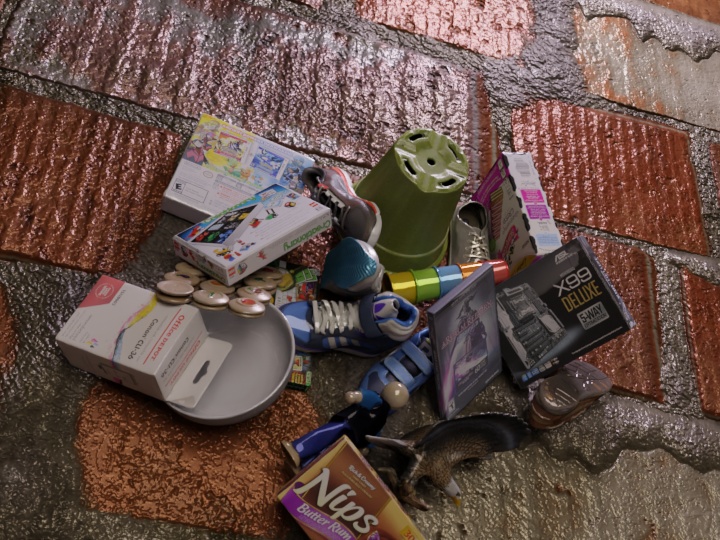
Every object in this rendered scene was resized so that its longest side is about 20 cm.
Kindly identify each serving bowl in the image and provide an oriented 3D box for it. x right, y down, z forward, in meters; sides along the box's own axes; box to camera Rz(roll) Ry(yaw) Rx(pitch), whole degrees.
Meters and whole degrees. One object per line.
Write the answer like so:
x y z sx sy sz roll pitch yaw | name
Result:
-0.183 0.129 1.326 0.198 0.066 0.202 -3 53 5 | serving bowl

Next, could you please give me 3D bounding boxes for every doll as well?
-0.014 0.213 1.326 0.199 0.137 0.048 -28 46 -23 | doll

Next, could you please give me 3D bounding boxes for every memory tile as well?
-0.194 0.017 1.354 0.152 0.017 0.200 12 18 1 | memory tile

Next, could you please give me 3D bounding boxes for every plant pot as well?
0.082 -0.119 1.525 0.198 0.190 0.202 10 57 -16 | plant pot

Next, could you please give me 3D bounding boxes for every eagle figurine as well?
0.115 0.255 1.337 0.200 0.152 0.151 -38 46 -25 | eagle figurine

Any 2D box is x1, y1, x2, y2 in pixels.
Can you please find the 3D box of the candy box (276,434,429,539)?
-0.002 0.328 1.249 0.116 0.056 0.201 -38 88 -3 | candy box

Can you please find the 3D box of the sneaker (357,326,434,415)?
0.073 0.139 1.428 0.074 0.082 0.200 46 57 9 | sneaker

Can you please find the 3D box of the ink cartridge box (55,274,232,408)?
-0.283 0.093 1.279 0.198 0.068 0.117 17 55 18 | ink cartridge box

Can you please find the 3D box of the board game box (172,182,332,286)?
-0.155 -0.057 1.401 0.199 0.035 0.126 -32 42 -33 | board game box

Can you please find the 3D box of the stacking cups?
0.135 0.017 1.524 0.198 0.061 0.061 -9 63 -16 | stacking cups

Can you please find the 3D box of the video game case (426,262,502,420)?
0.156 0.107 1.424 0.019 0.202 0.143 21 44 38 | video game case

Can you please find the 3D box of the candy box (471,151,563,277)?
0.258 -0.075 1.599 0.060 0.137 0.202 -3 60 -22 | candy box

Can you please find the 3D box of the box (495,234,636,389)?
0.294 0.064 1.477 0.159 0.199 0.050 61 26 8 | box

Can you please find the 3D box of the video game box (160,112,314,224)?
-0.190 -0.137 1.521 0.198 0.047 0.183 23 57 -7 | video game box

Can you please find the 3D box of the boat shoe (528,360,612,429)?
0.319 0.195 1.497 0.199 0.072 0.076 -9 45 -46 | boat shoe

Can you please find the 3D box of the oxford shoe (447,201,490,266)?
0.184 -0.031 1.592 0.074 0.058 0.202 10 59 -20 | oxford shoe

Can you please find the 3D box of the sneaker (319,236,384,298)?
0.000 0.000 1.419 0.080 0.200 0.077 14 84 -14 | sneaker

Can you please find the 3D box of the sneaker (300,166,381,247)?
-0.039 -0.095 1.482 0.081 0.078 0.200 11 26 -36 | sneaker

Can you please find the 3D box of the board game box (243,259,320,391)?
-0.117 0.076 1.431 0.104 0.024 0.202 11 56 -12 | board game box

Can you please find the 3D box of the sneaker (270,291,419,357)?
-0.013 0.062 1.382 0.198 0.146 0.081 14 57 -27 | sneaker
